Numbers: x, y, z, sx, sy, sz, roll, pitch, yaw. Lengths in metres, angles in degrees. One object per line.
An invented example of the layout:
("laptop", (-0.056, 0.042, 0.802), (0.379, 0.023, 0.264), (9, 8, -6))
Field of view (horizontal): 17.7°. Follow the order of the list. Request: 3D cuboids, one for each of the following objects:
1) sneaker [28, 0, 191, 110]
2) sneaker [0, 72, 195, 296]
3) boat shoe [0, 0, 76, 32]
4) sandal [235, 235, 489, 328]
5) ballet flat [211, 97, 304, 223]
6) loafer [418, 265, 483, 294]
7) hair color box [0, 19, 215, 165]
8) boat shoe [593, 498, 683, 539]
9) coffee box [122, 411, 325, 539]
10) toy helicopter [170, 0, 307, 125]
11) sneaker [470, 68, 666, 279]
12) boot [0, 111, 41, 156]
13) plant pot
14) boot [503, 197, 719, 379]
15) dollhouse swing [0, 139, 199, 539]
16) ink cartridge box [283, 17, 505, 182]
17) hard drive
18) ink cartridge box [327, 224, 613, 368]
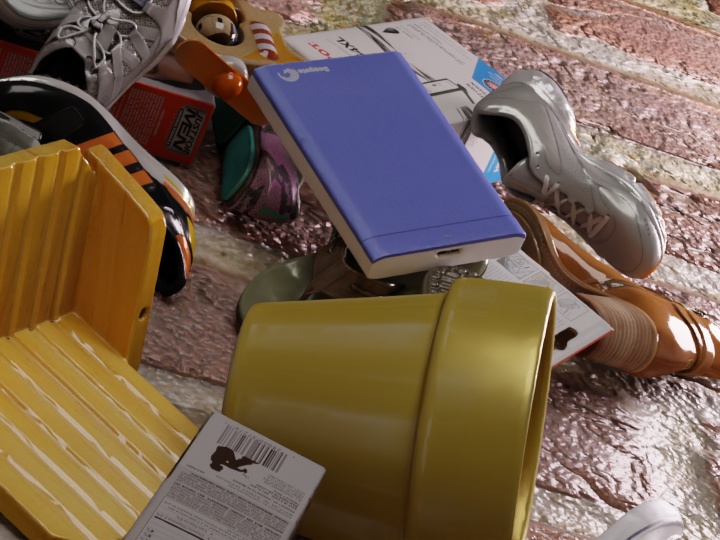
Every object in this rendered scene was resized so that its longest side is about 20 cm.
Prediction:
("sneaker", (-0.186, -0.163, 1.684), (0.074, 0.201, 0.082), (31, 1, 4))
("sneaker", (-0.185, -0.057, 1.600), (0.200, 0.070, 0.090), (38, 25, -36))
("boat shoe", (-0.215, -0.218, 1.791), (0.074, 0.065, 0.202), (48, 37, 5))
("sandal", (0.000, -0.001, 1.660), (0.200, 0.057, 0.080), (-23, 58, -20))
("ballet flat", (-0.077, -0.100, 1.826), (0.071, 0.069, 0.201), (32, 28, -27))
("loafer", (0.062, 0.090, 1.600), (0.075, 0.068, 0.201), (13, 49, -8))
("hair color box", (-0.217, -0.155, 1.799), (0.199, 0.061, 0.102), (16, 29, -18))
("boat shoe", (0.159, 0.213, 1.482), (0.065, 0.074, 0.200), (40, 42, 19))
("coffee box", (-0.098, 0.182, 1.277), (0.079, 0.113, 0.200), (26, 29, 3))
("toy helicopter", (-0.072, -0.158, 1.782), (0.199, 0.079, 0.132), (28, 32, -3))
("sneaker", (0.159, -0.066, 1.863), (0.200, 0.076, 0.092), (50, 43, 10))
("boot", (-0.282, -0.058, 1.520), (0.199, 0.068, 0.131), (33, 66, 1))
("plant pot", (0.016, 0.096, 1.436), (0.188, 0.202, 0.201), (9, 27, 7))
("boot", (0.197, 0.018, 1.828), (0.155, 0.077, 0.200), (12, 20, -37))
("dollhouse swing", (-0.170, 0.046, 1.409), (0.175, 0.183, 0.200), (26, 26, 27))
("ink cartridge box", (0.028, -0.133, 1.930), (0.146, 0.085, 0.200), (40, 31, 24))
("hard drive", (0.018, -0.081, 1.695), (0.131, 0.025, 0.200), (-9, 50, -31))
("ink cartridge box", (0.079, 0.020, 1.730), (0.109, 0.051, 0.200), (-27, 57, -39))
